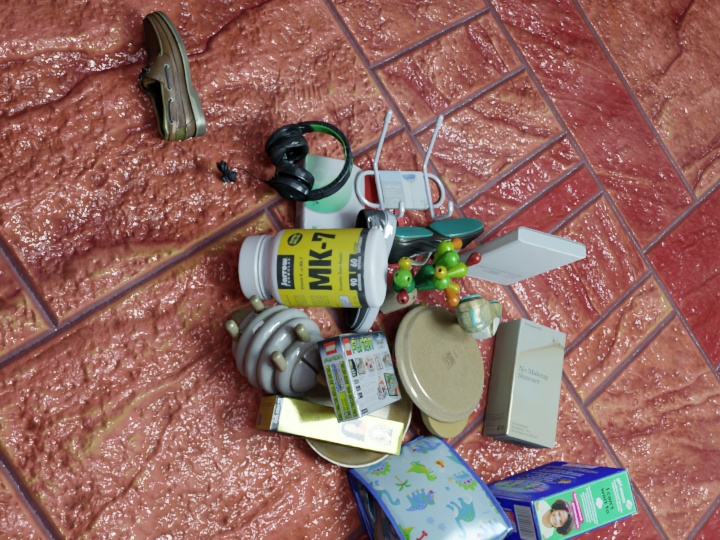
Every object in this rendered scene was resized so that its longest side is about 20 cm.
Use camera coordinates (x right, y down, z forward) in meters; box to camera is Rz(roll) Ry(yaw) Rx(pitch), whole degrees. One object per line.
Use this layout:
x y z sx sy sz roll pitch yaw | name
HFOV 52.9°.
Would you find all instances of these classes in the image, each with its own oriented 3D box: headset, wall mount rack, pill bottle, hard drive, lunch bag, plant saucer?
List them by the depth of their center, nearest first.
-0.067 -0.004 1.049 0.199 0.114 0.115 0 74 12 | pill bottle
0.094 0.354 1.079 0.169 0.128 0.200 -15 55 -28 | lunch bag
-0.112 -0.165 1.098 0.199 0.094 0.124 -12 72 6 | headset
-0.015 0.199 1.112 0.199 0.035 0.201 7 74 -24 | plant saucer
0.255 -0.019 1.206 0.131 0.200 0.026 13 71 -23 | hard drive
0.085 -0.171 1.214 0.199 0.074 0.175 -4 82 -39 | wall mount rack

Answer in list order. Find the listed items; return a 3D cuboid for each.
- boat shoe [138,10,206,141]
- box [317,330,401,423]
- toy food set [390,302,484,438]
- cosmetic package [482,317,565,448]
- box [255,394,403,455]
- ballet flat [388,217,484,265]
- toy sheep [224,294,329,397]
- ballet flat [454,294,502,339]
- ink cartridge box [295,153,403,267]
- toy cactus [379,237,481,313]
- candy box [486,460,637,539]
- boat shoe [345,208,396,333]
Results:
-0.294 -0.291 1.080 0.068 0.072 0.201 -19 86 -30 | boat shoe
0.004 0.144 1.021 0.200 0.035 0.111 10 64 -71 | box
0.128 0.150 1.166 0.200 0.049 0.198 48 47 -12 | toy food set
0.281 0.194 1.238 0.103 0.073 0.201 18 71 -21 | cosmetic package
-0.043 0.222 1.032 0.199 0.075 0.050 16 73 -22 | box
0.120 -0.047 1.223 0.199 0.068 0.069 -7 121 -28 | ballet flat
-0.111 0.112 1.019 0.200 0.138 0.138 33 56 31 | toy sheep
0.196 0.080 1.179 0.070 0.200 0.071 -2 84 18 | ballet flat
-0.008 -0.093 1.184 0.199 0.050 0.162 6 75 -23 | ink cartridge box
0.098 0.024 1.133 0.103 0.165 0.200 58 35 5 | toy cactus
0.301 0.366 1.148 0.199 0.169 0.077 -9 85 -27 | candy box
0.000 0.000 1.122 0.066 0.070 0.201 11 100 -29 | boat shoe
